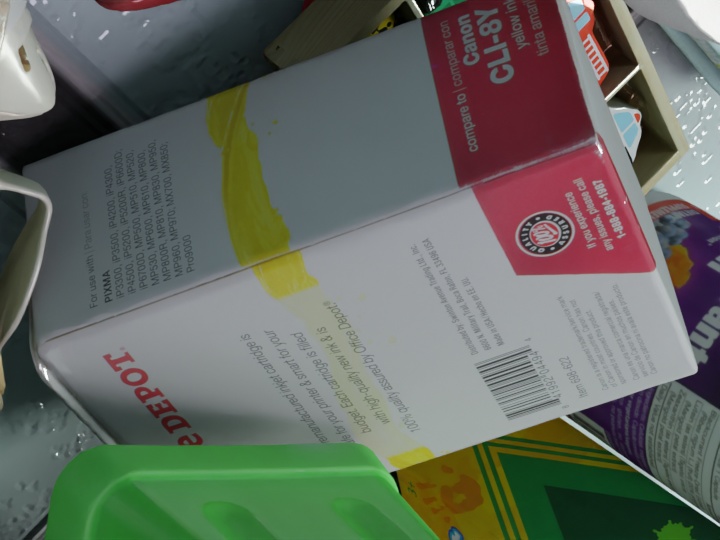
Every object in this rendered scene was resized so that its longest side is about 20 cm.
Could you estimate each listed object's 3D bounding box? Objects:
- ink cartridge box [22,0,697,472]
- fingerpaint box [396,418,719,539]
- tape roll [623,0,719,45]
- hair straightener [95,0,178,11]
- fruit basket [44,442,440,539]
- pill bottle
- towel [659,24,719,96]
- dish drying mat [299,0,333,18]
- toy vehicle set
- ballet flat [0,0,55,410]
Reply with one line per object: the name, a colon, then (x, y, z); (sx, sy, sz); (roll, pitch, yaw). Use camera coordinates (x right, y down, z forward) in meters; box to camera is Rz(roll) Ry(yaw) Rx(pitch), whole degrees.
ink cartridge box: (0.000, 0.000, 0.724); (0.199, 0.084, 0.145); (-19, 143, 10)
fingerpaint box: (0.107, 0.174, 0.948); (0.073, 0.166, 0.201); (-37, 140, -24)
tape roll: (0.147, -0.177, 0.708); (0.202, 0.037, 0.204); (-24, 126, -38)
hair straightener: (0.002, -0.143, 0.678); (0.198, 0.041, 0.078); (-14, 112, -11)
fruit basket: (-0.057, 0.153, 0.710); (0.155, 0.216, 0.217); (3, 120, -38)
pill bottle: (0.176, 0.056, 0.881); (0.111, 0.200, 0.112); (-27, 134, -32)
towel: (0.175, -0.167, 0.828); (0.172, 0.048, 0.200); (-52, 139, 2)
dish drying mat: (0.013, -0.115, 0.755); (0.076, 0.018, 0.201); (-4, 123, -40)
toy vehicle set: (0.052, -0.064, 0.799); (0.124, 0.026, 0.200); (-45, 143, -6)
ballet flat: (-0.126, -0.042, 0.649); (0.062, 0.068, 0.201); (1, 117, -24)
